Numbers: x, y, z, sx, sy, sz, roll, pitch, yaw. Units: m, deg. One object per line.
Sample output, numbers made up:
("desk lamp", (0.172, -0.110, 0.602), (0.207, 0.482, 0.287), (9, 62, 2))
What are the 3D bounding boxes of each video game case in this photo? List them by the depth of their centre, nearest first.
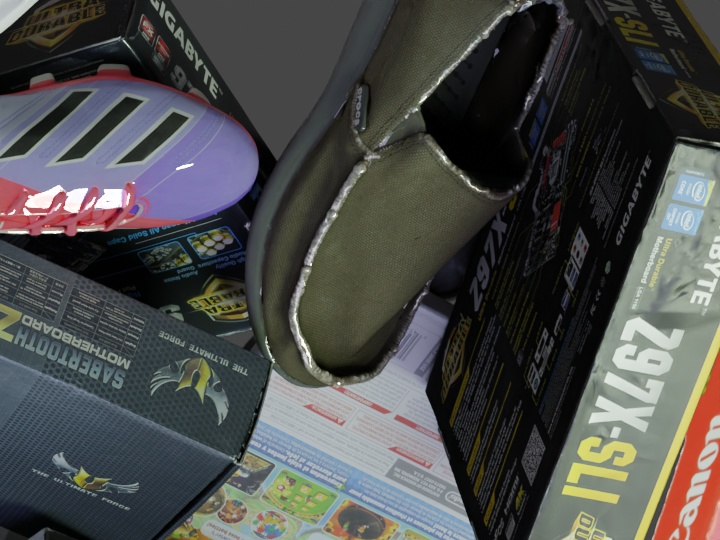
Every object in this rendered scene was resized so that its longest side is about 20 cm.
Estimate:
("video game case", (-0.008, 0.095, 1.081), (0.143, 0.018, 0.200), (28, 115, -21))

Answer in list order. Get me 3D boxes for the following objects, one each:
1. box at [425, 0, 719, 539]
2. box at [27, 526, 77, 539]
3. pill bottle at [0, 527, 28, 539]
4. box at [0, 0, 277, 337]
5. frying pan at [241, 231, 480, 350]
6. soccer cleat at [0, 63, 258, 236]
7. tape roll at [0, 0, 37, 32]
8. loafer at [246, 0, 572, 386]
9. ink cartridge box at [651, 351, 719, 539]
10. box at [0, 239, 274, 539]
("box", (0.086, 0.008, 0.938), (0.049, 0.160, 0.201), (11, 115, -14))
("box", (-0.092, 0.192, 1.066), (0.199, 0.060, 0.116), (28, 129, -35))
("pill bottle", (-0.176, 0.182, 1.161), (0.111, 0.113, 0.201), (-3, 132, 2))
("box", (-0.136, -0.027, 0.996), (0.199, 0.046, 0.159), (-15, 132, 23))
("frying pan", (-0.008, -0.012, 1.045), (0.189, 0.031, 0.115), (-26, 126, 19))
("soccer cleat", (-0.132, -0.034, 0.882), (0.198, 0.077, 0.067), (9, 135, -18))
("tape roll", (-0.172, -0.166, 0.819), (0.201, 0.071, 0.204), (6, 117, 13))
("loafer", (0.018, -0.038, 0.932), (0.075, 0.070, 0.201), (3, 117, -41))
("ink cartridge box", (0.182, 0.090, 1.002), (0.199, 0.050, 0.163), (-9, 121, -47))
("box", (-0.152, 0.042, 0.973), (0.199, 0.051, 0.158), (25, 150, -13))
